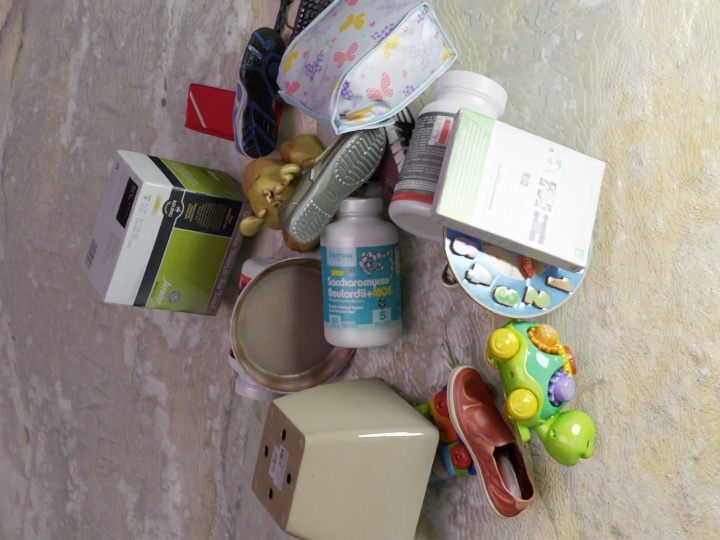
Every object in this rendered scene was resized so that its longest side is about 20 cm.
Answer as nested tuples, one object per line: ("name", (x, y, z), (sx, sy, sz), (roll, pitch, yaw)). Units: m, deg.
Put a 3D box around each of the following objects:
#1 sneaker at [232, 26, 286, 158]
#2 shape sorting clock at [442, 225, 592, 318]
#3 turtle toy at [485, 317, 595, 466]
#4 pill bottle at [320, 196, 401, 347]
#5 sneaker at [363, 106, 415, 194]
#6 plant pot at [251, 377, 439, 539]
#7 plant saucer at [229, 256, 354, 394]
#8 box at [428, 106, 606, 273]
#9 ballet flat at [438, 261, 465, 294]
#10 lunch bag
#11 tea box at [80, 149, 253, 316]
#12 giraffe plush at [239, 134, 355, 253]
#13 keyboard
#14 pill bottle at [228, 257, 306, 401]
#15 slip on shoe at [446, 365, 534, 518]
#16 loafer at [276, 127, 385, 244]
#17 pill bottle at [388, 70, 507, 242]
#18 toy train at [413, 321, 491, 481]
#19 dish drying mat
("sneaker", (-0.162, -0.267, 1.685), (0.077, 0.075, 0.202), (0, 80, 64))
("shape sorting clock", (0.196, -0.042, 1.374), (0.039, 0.198, 0.202), (167, 98, -70))
("turtle toy", (0.223, 0.147, 1.388), (0.100, 0.146, 0.202), (-17, 79, 2))
("pill bottle", (0.000, 0.000, 1.552), (0.110, 0.110, 0.202), (2, 99, 38))
("sneaker", (0.045, -0.129, 1.559), (0.115, 0.075, 0.201), (-38, 59, 39))
("plant pot", (-0.036, 0.265, 1.512), (0.200, 0.176, 0.201), (34, 113, 60))
("plant saucer", (-0.095, 0.077, 1.604), (0.032, 0.199, 0.202), (-154, 71, -64))
("box", (0.191, -0.096, 1.347), (0.036, 0.199, 0.145), (141, 147, -67))
("ballet flat", (0.168, -0.048, 1.460), (0.069, 0.069, 0.201), (46, 117, 27))
("lunch bag", (-0.001, -0.273, 1.488), (0.200, 0.127, 0.169), (-42, 39, -9))
("tea box", (-0.297, -0.055, 1.723), (0.134, 0.196, 0.201), (44, 116, 50))
("giraffe plush", (-0.105, -0.107, 1.609), (0.199, 0.162, 0.174), (20, 102, 36))
("keyboard", (-0.093, -0.361, 1.686), (0.127, 0.021, 0.202), (26, 106, 34))
("pill bottle", (-0.135, 0.087, 1.669), (0.112, 0.112, 0.202), (17, 101, 36))
("slip on shoe", (0.168, 0.213, 1.418), (0.061, 0.074, 0.201), (-33, 73, 50))
("loafer", (-0.045, -0.130, 1.500), (0.200, 0.075, 0.069), (-49, 47, -11))
("pill bottle", (0.117, -0.146, 1.435), (0.115, 0.116, 0.202), (8, 74, 37))
("toy train", (0.111, 0.181, 1.507), (0.115, 0.084, 0.202), (-31, 72, 48))
("dish drying mat", (-0.206, -0.246, 1.776), (0.199, 0.018, 0.077), (18, 101, 36))
